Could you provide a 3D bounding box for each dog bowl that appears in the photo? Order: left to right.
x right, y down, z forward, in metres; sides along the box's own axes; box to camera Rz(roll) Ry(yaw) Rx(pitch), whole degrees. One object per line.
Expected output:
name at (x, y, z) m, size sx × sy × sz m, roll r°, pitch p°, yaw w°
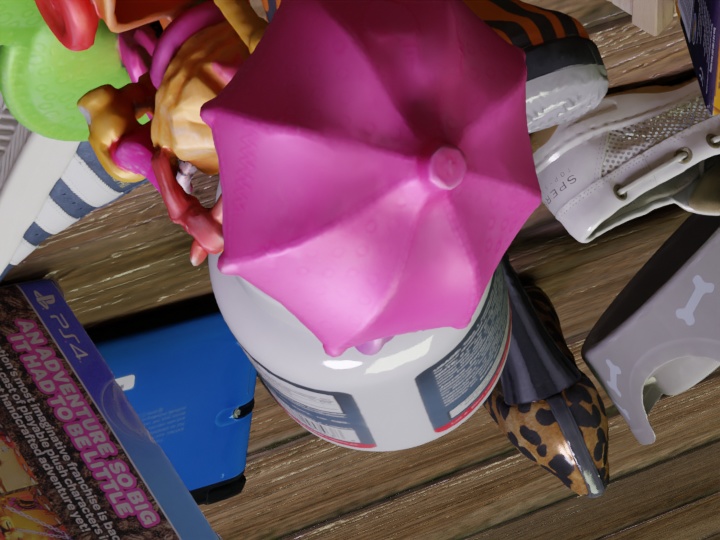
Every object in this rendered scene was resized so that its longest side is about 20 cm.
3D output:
dog bowl at (0.195, 0.000, 1.304) m, size 0.200 × 0.059 × 0.200 m, roll -46°, pitch 180°, yaw 0°

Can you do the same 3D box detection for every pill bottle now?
pill bottle at (0.000, 0.000, 1.045) m, size 0.119 × 0.120 × 0.200 m, roll -25°, pitch 163°, yaw -1°

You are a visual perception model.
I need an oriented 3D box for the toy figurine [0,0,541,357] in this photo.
toy figurine at (-0.029, -0.046, 0.660) m, size 0.150 × 0.184 × 0.200 m, roll -25°, pitch 147°, yaw -18°

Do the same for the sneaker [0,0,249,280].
sneaker at (-0.102, -0.041, 0.851) m, size 0.084 × 0.075 × 0.200 m, roll -6°, pitch 155°, yaw -37°

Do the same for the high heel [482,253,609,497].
high heel at (0.096, 0.076, 1.369) m, size 0.071 × 0.143 × 0.200 m, roll -25°, pitch 163°, yaw -1°

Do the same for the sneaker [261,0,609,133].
sneaker at (0.004, -0.089, 0.766) m, size 0.077 × 0.112 × 0.200 m, roll -17°, pitch -173°, yaw -22°

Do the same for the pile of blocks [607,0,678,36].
pile of blocks at (0.077, -0.146, 0.831) m, size 0.082 × 0.062 × 0.200 m, roll -57°, pitch 157°, yaw 4°

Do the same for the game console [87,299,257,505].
game console at (-0.166, 0.079, 1.226) m, size 0.200 × 0.118 × 0.171 m, roll -15°, pitch 130°, yaw -32°

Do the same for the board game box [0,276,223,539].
board game box at (-0.184, 0.106, 1.001) m, size 0.200 × 0.160 × 0.097 m, roll -11°, pitch 143°, yaw -38°

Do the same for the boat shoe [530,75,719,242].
boat shoe at (0.170, -0.056, 1.199) m, size 0.200 × 0.069 × 0.071 m, roll -19°, pitch 159°, yaw -25°

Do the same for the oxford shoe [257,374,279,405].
oxford shoe at (-0.008, 0.056, 1.268) m, size 0.073 × 0.085 × 0.200 m, roll -24°, pitch 165°, yaw -11°

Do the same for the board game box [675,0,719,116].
board game box at (0.190, -0.141, 0.795) m, size 0.165 × 0.057 × 0.200 m, roll -10°, pitch 148°, yaw -1°
